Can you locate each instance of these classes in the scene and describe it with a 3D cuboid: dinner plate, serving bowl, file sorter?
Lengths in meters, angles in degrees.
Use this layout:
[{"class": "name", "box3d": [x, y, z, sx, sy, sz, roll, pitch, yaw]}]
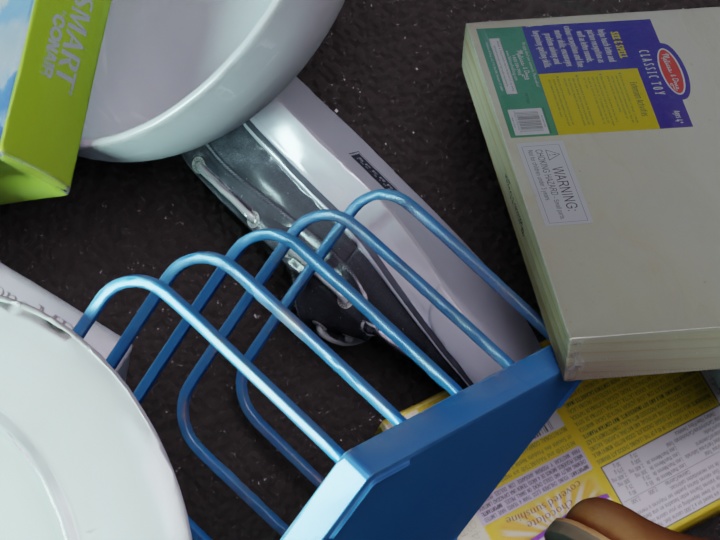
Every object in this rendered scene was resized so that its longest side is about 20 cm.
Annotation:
[{"class": "dinner plate", "box3d": [-0.143, 0.108, 0.900, 0.024, 0.200, 0.200, -3, 67, -56]}, {"class": "serving bowl", "box3d": [-0.069, -0.130, 1.077, 0.066, 0.200, 0.200, 32, 63, -44]}, {"class": "file sorter", "box3d": [-0.028, 0.062, 0.967, 0.123, 0.139, 0.200, 42, 27, 14]}]

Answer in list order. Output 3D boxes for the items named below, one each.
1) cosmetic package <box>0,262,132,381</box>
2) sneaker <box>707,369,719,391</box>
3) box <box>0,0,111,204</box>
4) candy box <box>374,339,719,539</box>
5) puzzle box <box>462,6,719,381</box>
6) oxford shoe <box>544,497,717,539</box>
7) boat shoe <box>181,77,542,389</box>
[{"class": "cosmetic package", "box3d": [-0.187, 0.093, 1.024, 0.101, 0.071, 0.200, 31, 70, 2]}, {"class": "sneaker", "box3d": [0.119, -0.011, 1.088, 0.082, 0.075, 0.200, -16, 47, -14]}, {"class": "box", "box3d": [-0.160, -0.103, 1.062, 0.048, 0.122, 0.200, 30, 63, -43]}, {"class": "candy box", "box3d": [0.117, 0.069, 1.105, 0.200, 0.026, 0.102, -25, 79, -16]}, {"class": "puzzle box", "box3d": [0.125, -0.037, 1.038, 0.133, 0.025, 0.200, -4, 43, -9]}, {"class": "oxford shoe", "box3d": [0.169, 0.126, 0.990, 0.200, 0.071, 0.071, 23, 76, -3]}, {"class": "boat shoe", "box3d": [0.000, 0.000, 1.086, 0.200, 0.072, 0.068, 47, 107, 10]}]
